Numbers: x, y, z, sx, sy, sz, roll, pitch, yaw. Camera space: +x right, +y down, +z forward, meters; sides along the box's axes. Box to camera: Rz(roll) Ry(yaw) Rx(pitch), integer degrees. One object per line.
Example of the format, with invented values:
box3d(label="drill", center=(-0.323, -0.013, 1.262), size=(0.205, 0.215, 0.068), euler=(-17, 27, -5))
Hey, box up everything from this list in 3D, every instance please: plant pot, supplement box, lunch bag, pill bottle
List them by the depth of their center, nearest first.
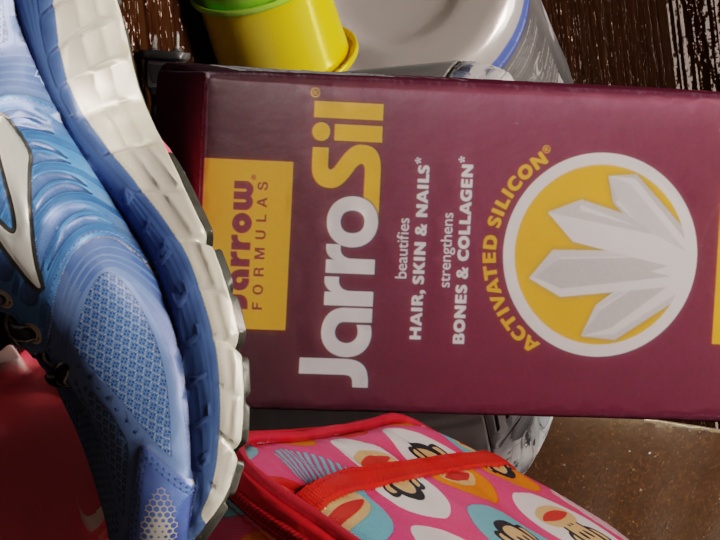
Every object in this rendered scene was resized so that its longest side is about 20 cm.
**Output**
box3d(label="lunch bag", center=(0.021, 0.103, 0.870), size=(0.082, 0.176, 0.200), euler=(-61, 163, 9))
box3d(label="supplement box", center=(0.034, -0.009, 0.990), size=(0.086, 0.200, 0.111), euler=(-161, -106, -76))
box3d(label="plant pot", center=(0.060, 0.153, 1.238), size=(0.187, 0.187, 0.200), euler=(20, 79, -76))
box3d(label="pill bottle", center=(0.037, -0.089, 1.359), size=(0.200, 0.114, 0.114), euler=(57, 28, -65))

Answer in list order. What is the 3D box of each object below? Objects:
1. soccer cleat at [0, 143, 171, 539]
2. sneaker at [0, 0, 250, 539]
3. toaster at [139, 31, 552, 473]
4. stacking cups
box3d(label="soccer cleat", center=(-0.079, 0.037, 0.875), size=(0.200, 0.067, 0.077), euler=(-88, 170, -47))
box3d(label="sneaker", center=(-0.093, -0.011, 0.775), size=(0.200, 0.089, 0.079), euler=(68, -19, 4))
box3d(label="toaster", center=(0.000, 0.000, 1.100), size=(0.114, 0.129, 0.200), euler=(-56, 137, -73))
box3d(label="stacking cups", center=(-0.059, -0.159, 1.123), size=(0.061, 0.060, 0.200), euler=(-80, 154, -55))
